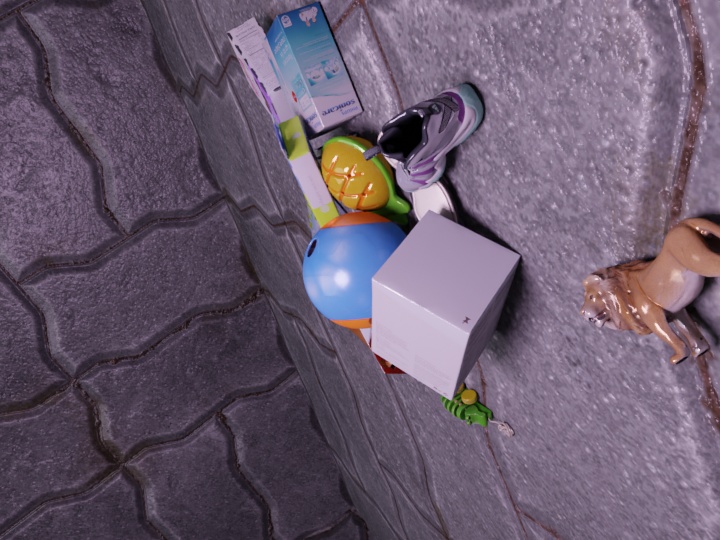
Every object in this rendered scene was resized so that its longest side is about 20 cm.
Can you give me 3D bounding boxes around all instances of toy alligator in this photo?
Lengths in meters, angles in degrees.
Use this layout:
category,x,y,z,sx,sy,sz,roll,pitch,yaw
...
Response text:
category,x,y,z,sx,sy,sz,roll,pitch,yaw
toy alligator,0.208,0.269,1.134,0.200,0.054,0.060,36,148,56

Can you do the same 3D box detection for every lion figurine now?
category,x,y,z,sx,sy,sz,roll,pitch,yaw
lion figurine,0.288,0.007,0.542,0.123,0.072,0.201,63,150,29

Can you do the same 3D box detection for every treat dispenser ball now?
category,x,y,z,sx,sy,sz,roll,pitch,yaw
treat dispenser ball,0.000,0.000,1.025,0.201,0.200,0.202,53,160,30

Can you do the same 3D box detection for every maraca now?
category,x,y,z,sx,sy,sz,roll,pitch,yaw
maraca,0.009,-0.152,1.042,0.200,0.107,0.137,49,152,-21

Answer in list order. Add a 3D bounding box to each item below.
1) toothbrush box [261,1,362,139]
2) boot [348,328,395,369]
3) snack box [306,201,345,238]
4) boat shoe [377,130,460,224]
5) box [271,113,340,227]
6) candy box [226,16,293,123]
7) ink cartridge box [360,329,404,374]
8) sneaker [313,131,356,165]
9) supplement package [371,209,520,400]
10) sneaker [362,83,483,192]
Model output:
category,x,y,z,sx,sy,sz,roll,pitch,yaw
toothbrush box,-0.090,-0.351,1.071,0.201,0.085,0.146,66,163,-11
boot,0.026,0.162,1.384,0.156,0.076,0.200,57,-175,30
snack box,-0.052,-0.054,1.406,0.169,0.067,0.201,51,158,34
boat shoe,0.099,-0.136,0.900,0.067,0.057,0.201,-33,87,37
box,-0.097,-0.185,1.088,0.201,0.047,0.122,66,-177,-47
candy box,-0.187,-0.397,1.248,0.201,0.071,0.168,57,175,23
ink cartridge box,0.045,0.125,1.282,0.201,0.050,0.162,58,-168,19
sneaker,-0.045,-0.194,1.176,0.200,0.075,0.116,0,113,68
supplement package,0.117,0.053,0.866,0.151,0.151,0.201,29,150,20
sneaker,0.057,-0.157,0.773,0.078,0.139,0.200,57,149,15
